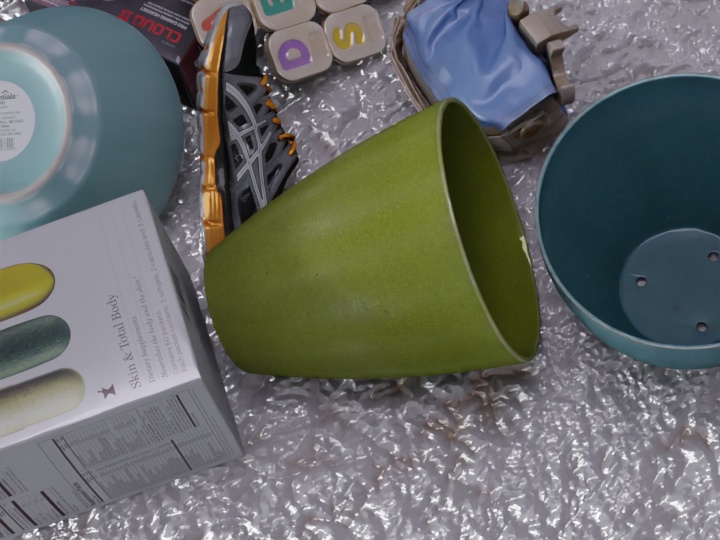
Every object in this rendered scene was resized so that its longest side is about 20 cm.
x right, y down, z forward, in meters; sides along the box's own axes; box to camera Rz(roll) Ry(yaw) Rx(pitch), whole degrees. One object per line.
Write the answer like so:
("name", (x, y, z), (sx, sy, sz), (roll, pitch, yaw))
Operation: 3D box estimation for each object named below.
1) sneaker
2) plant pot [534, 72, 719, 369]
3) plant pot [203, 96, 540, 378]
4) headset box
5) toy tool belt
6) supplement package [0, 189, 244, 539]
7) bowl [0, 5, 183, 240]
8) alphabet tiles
("sneaker", (-0.082, -0.096, 1.457), (0.077, 0.078, 0.202), (-2, 99, -5))
("plant pot", (0.223, -0.014, 1.358), (0.199, 0.135, 0.201), (-4, 65, 8))
("plant pot", (0.000, 0.000, 1.380), (0.199, 0.187, 0.188), (-17, 63, 18))
("headset box", (-0.156, -0.231, 1.553), (0.148, 0.075, 0.201), (25, 71, 17))
("toy tool belt", (0.104, -0.139, 1.442), (0.125, 0.123, 0.200), (-36, 65, -8))
("supplement package", (-0.206, 0.071, 1.378), (0.199, 0.151, 0.153), (-20, 64, 0))
("bowl", (-0.239, -0.101, 1.452), (0.199, 0.105, 0.202), (-1, 87, 17))
("alphabet tiles", (-0.052, -0.249, 1.515), (0.195, 0.015, 0.201), (-20, 91, -23))
